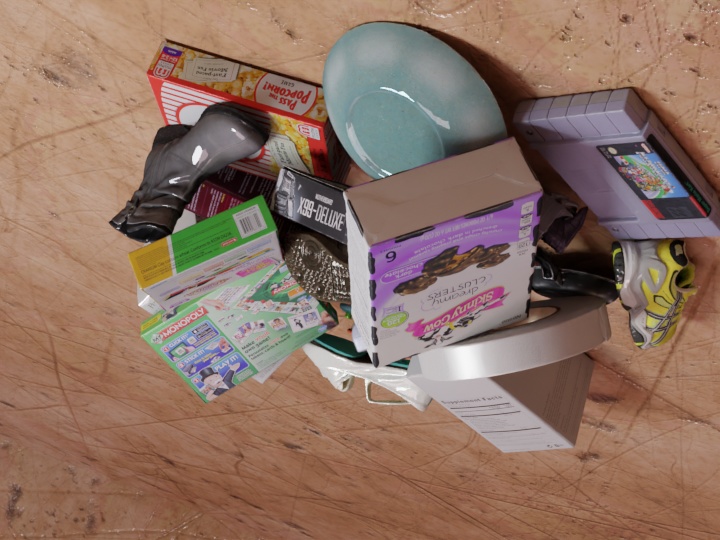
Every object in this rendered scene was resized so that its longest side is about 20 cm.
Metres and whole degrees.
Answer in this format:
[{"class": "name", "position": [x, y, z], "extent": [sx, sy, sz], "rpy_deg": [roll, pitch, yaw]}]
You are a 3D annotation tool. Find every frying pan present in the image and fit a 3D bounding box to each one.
[{"class": "frying pan", "position": [0.225, 0.010, 1.489], "extent": [0.113, 0.031, 0.190], "rpy_deg": [10, 173, 9]}]

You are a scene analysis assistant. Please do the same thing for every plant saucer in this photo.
[{"class": "plant saucer", "position": [0.040, -0.132, 1.306], "extent": [0.199, 0.039, 0.203], "rpy_deg": [24, 140, 21]}]

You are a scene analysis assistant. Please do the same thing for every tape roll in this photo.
[{"class": "tape roll", "position": [0.156, 0.067, 1.432], "extent": [0.200, 0.038, 0.203], "rpy_deg": [-14, -175, 1]}]

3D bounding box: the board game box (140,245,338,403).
[{"class": "board game box", "position": [-0.143, 0.063, 1.678], "extent": [0.199, 0.029, 0.135], "rpy_deg": [-30, 123, 13]}]

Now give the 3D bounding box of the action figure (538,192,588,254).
[{"class": "action figure", "position": [0.123, -0.086, 1.387], "extent": [0.198, 0.070, 0.130], "rpy_deg": [29, 165, -4]}]

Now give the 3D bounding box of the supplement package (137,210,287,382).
[{"class": "supplement package", "position": [-0.165, 0.021, 1.749], "extent": [0.199, 0.120, 0.121], "rpy_deg": [35, 111, -27]}]

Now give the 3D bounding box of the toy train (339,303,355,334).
[{"class": "toy train", "position": [0.039, 0.082, 1.808], "extent": [0.198, 0.056, 0.150], "rpy_deg": [26, 168, -19]}]

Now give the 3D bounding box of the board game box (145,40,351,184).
[{"class": "board game box", "position": [-0.114, -0.156, 1.479], "extent": [0.198, 0.047, 0.152], "rpy_deg": [18, 157, 14]}]

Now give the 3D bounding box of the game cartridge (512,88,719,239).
[{"class": "game cartridge", "position": [0.243, -0.092, 1.298], "extent": [0.129, 0.039, 0.200], "rpy_deg": [5, 151, 47]}]

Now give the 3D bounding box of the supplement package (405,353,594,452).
[{"class": "supplement package", "position": [0.172, 0.120, 1.713], "extent": [0.119, 0.122, 0.200], "rpy_deg": [-11, 140, 45]}]

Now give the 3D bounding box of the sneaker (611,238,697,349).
[{"class": "sneaker", "position": [0.311, 0.027, 1.448], "extent": [0.075, 0.076, 0.200], "rpy_deg": [-10, 157, 17]}]

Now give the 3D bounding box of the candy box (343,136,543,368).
[{"class": "candy box", "position": [0.076, -0.012, 1.305], "extent": [0.166, 0.072, 0.201], "rpy_deg": [-18, 146, -10]}]

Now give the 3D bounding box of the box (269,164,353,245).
[{"class": "box", "position": [0.030, -0.045, 1.436], "extent": [0.198, 0.050, 0.157], "rpy_deg": [13, -172, -42]}]

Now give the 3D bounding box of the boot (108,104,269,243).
[{"class": "boot", "position": [-0.176, -0.089, 1.449], "extent": [0.069, 0.133, 0.199], "rpy_deg": [35, 155, -24]}]

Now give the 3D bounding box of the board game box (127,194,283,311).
[{"class": "board game box", "position": [-0.160, -0.014, 1.505], "extent": [0.200, 0.151, 0.041], "rpy_deg": [102, 144, -82]}]

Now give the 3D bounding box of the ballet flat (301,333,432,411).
[{"class": "ballet flat", "position": [0.004, 0.129, 1.759], "extent": [0.198, 0.070, 0.070], "rpy_deg": [16, 157, 20]}]

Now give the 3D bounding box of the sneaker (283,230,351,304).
[{"class": "sneaker", "position": [0.000, 0.000, 1.542], "extent": [0.075, 0.071, 0.199], "rpy_deg": [-15, -153, -41]}]

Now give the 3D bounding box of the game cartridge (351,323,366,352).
[{"class": "game cartridge", "position": [0.086, 0.044, 1.563], "extent": [0.197, 0.041, 0.133], "rpy_deg": [-19, 180, 1]}]

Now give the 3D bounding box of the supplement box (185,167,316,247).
[{"class": "supplement box", "position": [-0.131, -0.088, 1.628], "extent": [0.198, 0.061, 0.109], "rpy_deg": [25, 157, -4]}]
